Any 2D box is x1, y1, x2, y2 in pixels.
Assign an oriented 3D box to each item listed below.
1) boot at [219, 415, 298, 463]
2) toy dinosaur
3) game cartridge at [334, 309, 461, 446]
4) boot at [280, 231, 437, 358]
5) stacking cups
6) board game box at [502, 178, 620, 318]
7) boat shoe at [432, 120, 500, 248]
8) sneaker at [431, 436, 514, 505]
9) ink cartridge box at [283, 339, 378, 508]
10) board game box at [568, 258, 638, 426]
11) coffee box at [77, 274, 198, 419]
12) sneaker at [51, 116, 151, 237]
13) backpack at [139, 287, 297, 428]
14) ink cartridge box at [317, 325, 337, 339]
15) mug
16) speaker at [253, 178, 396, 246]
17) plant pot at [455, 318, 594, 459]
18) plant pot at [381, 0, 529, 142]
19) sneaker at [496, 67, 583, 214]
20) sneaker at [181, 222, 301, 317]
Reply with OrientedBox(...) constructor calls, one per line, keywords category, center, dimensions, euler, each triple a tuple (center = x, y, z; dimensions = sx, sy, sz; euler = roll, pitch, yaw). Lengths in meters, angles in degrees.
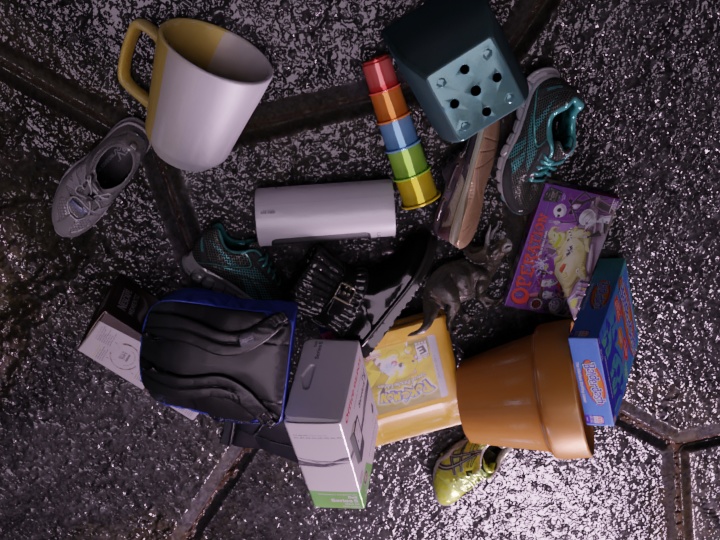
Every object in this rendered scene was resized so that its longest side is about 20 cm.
OrientedBox(category="boot", center=(-0.125, 0.213, 1.324), dimensions=(0.165, 0.077, 0.203), euler=(13, 122, -6))
OrientedBox(category="toy dinosaur", center=(0.143, 0.025, 1.240), dimensions=(0.198, 0.077, 0.103), euler=(-33, 88, 3))
OrientedBox(category="game cartridge", center=(0.065, 0.170, 1.305), dimensions=(0.173, 0.033, 0.203), euler=(-15, 115, 1))
OrientedBox(category="boot", center=(0.000, 0.001, 1.203), dimensions=(0.157, 0.079, 0.213), euler=(36, 86, -9))
OrientedBox(category="stacking cups", center=(0.054, -0.186, 1.136), dimensions=(0.059, 0.061, 0.203), euler=(-16, 110, 5))
OrientedBox(category="board game box", center=(0.295, -0.030, 1.259), dimensions=(0.117, 0.032, 0.204), euler=(12, 116, -4))
OrientedBox(category="boat shoe", center=(0.143, -0.134, 1.175), dimensions=(0.064, 0.072, 0.204), euler=(21, 112, 25))
OrientedBox(category="sneaker", center=(0.183, 0.320, 1.399), dimensions=(0.074, 0.077, 0.202), euler=(25, 114, -17))
OrientedBox(category="ink cartridge box", center=(-0.036, 0.218, 1.203), dimensions=(0.082, 0.147, 0.202), euler=(0, 133, 13))
OrientedBox(category="board game box", center=(0.358, 0.100, 1.234), dimensions=(0.044, 0.201, 0.154), euler=(-2, 122, 30))
OrientedBox(category="coffee box", center=(-0.300, 0.112, 1.245), dimensions=(0.199, 0.114, 0.080), euler=(36, 110, -20))
OrientedBox(category="sneaker", center=(-0.359, -0.120, 1.141), dimensions=(0.074, 0.082, 0.201), euler=(35, 110, -19))
OrientedBox(category="backpack", center=(-0.189, 0.110, 1.136), dimensions=(0.195, 0.168, 0.166), euler=(7, 96, -2))
OrientedBox(category="ink cartridge box", center=(0.003, 0.111, 1.308), dimensions=(0.093, 0.037, 0.202), euler=(-26, 113, 9))
OrientedBox(category="mug", center=(-0.213, -0.225, 1.088), dimensions=(0.147, 0.188, 0.155), euler=(-2, 133, -39))
OrientedBox(category="speaker", center=(-0.047, -0.082, 1.182), dimensions=(0.195, 0.082, 0.083), euler=(-4, 117, -2))
OrientedBox(category="plant pot", center=(0.246, 0.188, 1.284), dimensions=(0.180, 0.201, 0.203), euler=(-10, 118, 19))
OrientedBox(category="plant pot", center=(0.125, -0.247, 1.042), dimensions=(0.140, 0.201, 0.142), euler=(-29, 116, 11))
OrientedBox(category="sneaker", center=(0.243, -0.162, 1.136), dimensions=(0.076, 0.091, 0.204), euler=(-7, 121, -26))
OrientedBox(category="sneaker", center=(-0.154, 0.001, 1.222), dimensions=(0.197, 0.078, 0.092), euler=(26, 108, -18))
